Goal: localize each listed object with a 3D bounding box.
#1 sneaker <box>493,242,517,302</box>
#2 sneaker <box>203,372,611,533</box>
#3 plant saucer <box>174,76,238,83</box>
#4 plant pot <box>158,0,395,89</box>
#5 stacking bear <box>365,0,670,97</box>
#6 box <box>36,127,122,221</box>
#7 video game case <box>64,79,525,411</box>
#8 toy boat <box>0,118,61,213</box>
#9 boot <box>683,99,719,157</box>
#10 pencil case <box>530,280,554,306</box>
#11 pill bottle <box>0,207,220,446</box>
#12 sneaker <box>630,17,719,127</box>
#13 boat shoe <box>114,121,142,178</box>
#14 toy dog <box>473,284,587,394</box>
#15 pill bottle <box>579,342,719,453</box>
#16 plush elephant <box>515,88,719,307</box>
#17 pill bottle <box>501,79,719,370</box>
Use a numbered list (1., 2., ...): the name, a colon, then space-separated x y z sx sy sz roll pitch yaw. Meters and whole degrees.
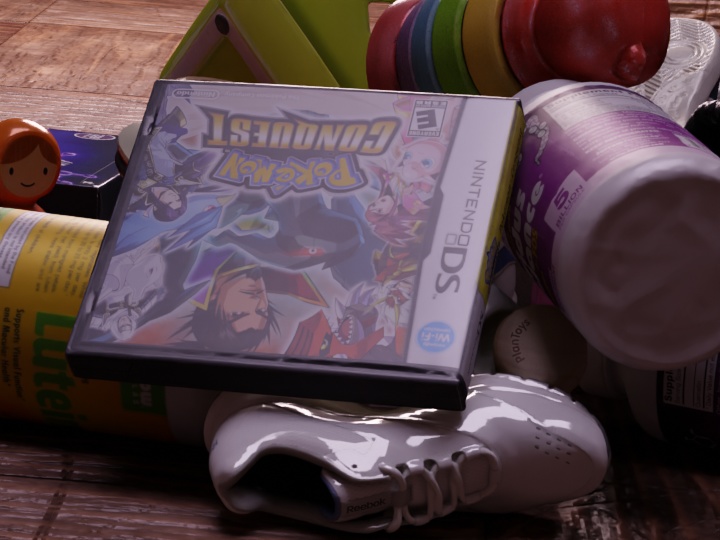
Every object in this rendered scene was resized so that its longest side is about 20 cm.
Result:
1. sneaker: 0.000 0.000 1.554 0.199 0.088 0.075 0 15 -15
2. sneaker: 0.021 0.098 1.200 0.199 0.075 0.087 -2 23 4
3. plant saucer: -0.024 -0.066 1.490 0.199 0.030 0.200 21 13 -5
4. plant pot: -0.018 -0.132 1.743 0.181 0.200 0.199 -31 -6 -32
5. stacking bear: 0.102 -0.130 1.440 0.113 0.122 0.200 11 -13 -33
6. box: -0.221 -0.046 1.715 0.141 0.079 0.200 9 13 7
7. video game case: -0.029 -0.018 1.247 0.199 0.026 0.181 4 54 14
8. toy boat: -0.205 -0.026 1.497 0.199 0.131 0.130 11 14 28
9. boot: 0.240 -0.050 1.397 0.157 0.080 0.211 7 5 -16
10. pencil case: 0.203 0.033 1.489 0.199 0.094 0.091 8 57 13
11. pill bottle: -0.115 0.032 1.311 0.199 0.112 0.111 7 13 14
12. sneaker: 0.178 -0.071 1.482 0.075 0.085 0.200 0 39 17
13. boat shoe: -0.070 -0.016 1.490 0.200 0.063 0.071 35 46 15
14. toy dog: 0.031 0.035 1.332 0.096 0.132 0.200 -40 47 -20
15. pill bottle: 0.222 0.048 1.355 0.199 0.113 0.112 10 14 26
16. plush elephant: 0.143 -0.049 1.650 0.155 0.165 0.200 30 40 3
17. pill bottle: 0.129 -0.033 1.290 0.112 0.113 0.200 1 19 -14
